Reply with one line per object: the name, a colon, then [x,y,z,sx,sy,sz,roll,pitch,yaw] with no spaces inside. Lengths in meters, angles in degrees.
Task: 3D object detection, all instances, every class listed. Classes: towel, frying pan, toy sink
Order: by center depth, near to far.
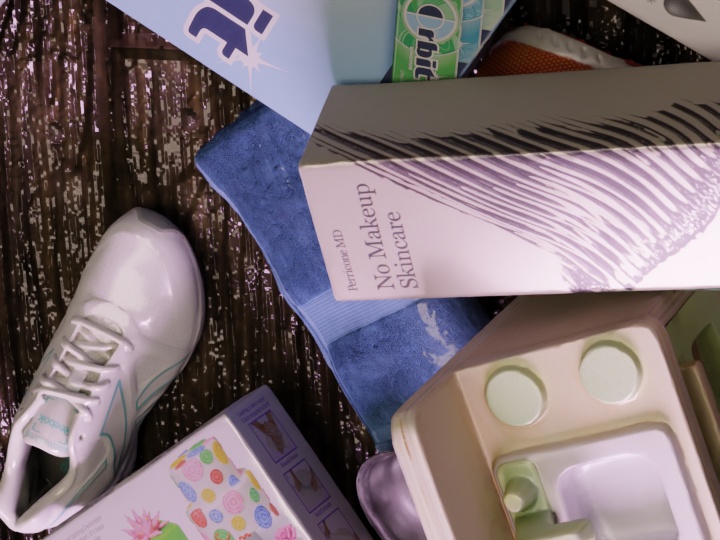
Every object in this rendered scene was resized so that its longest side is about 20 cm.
toy sink: [0.117,0.080,1.064,0.112,0.200,0.131,-16,99,28]
frying pan: [0.082,0.145,1.150,0.190,0.031,0.115,30,147,10]
towel: [0.000,0.000,1.155,0.112,0.049,0.200,-24,96,56]

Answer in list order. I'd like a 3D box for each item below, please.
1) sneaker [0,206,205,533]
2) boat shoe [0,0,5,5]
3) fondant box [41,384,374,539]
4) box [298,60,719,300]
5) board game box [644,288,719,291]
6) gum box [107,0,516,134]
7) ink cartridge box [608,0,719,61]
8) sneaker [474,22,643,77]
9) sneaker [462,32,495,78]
sneaker: [-0.142,0.061,1.243,0.070,0.080,0.200,28,115,15]
boat shoe: [-0.163,-0.203,1.153,0.202,0.074,0.065,-45,51,33]
fondant box: [-0.054,0.182,1.217,0.144,0.058,0.200,-35,89,28]
box: [0.081,-0.038,1.010,0.200,0.068,0.082,-4,126,19]
board game box: [0.152,-0.015,1.069,0.200,0.105,0.024,-1,106,25]
gum box: [-0.027,-0.157,1.032,0.200,0.045,0.170,33,129,-4]
ink cartridge box: [0.205,-0.153,1.010,0.200,0.084,0.146,32,118,12]
sneaker: [0.142,-0.053,1.070,0.200,0.073,0.077,15,74,28]
sneaker: [0.041,-0.160,1.086,0.086,0.080,0.200,42,118,8]
